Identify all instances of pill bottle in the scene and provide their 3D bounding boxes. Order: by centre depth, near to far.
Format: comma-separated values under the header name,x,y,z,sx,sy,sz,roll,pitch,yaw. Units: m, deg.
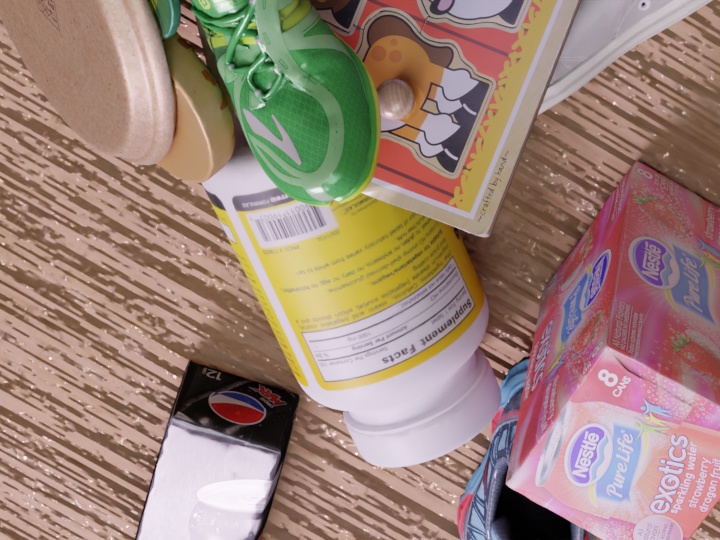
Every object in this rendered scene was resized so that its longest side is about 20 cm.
name,x,y,z,sx,sy,sz,roll,pitch,yaw
pill bottle,0.000,0.000,1.470,0.112,0.112,0.200,-16,115,18

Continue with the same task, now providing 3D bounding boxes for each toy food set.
name,x,y,z,sx,sy,sz,roll,pitch,yaw
toy food set,-0.138,-0.144,1.393,0.049,0.200,0.198,-28,125,-20

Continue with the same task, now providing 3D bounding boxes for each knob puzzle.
name,x,y,z,sx,sy,sz,roll,pitch,yaw
knob puzzle,0.002,-0.134,1.362,0.219,0.030,0.220,0,89,13

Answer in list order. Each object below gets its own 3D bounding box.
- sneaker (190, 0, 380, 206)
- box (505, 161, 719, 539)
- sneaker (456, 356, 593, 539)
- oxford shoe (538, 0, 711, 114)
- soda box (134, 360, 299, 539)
name,x,y,z,sx,sy,sz,roll,pitch,yaw
sneaker,-0.053,-0.122,1.324,0.074,0.084,0.200,-23,85,25
box,0.148,0.045,1.417,0.095,0.200,0.103,30,120,-7
sneaker,0.088,0.140,1.532,0.079,0.096,0.200,10,133,7
oxford shoe,0.110,-0.132,1.400,0.200,0.075,0.058,-34,112,18
soda box,-0.094,0.157,1.604,0.071,0.063,0.200,17,121,1
